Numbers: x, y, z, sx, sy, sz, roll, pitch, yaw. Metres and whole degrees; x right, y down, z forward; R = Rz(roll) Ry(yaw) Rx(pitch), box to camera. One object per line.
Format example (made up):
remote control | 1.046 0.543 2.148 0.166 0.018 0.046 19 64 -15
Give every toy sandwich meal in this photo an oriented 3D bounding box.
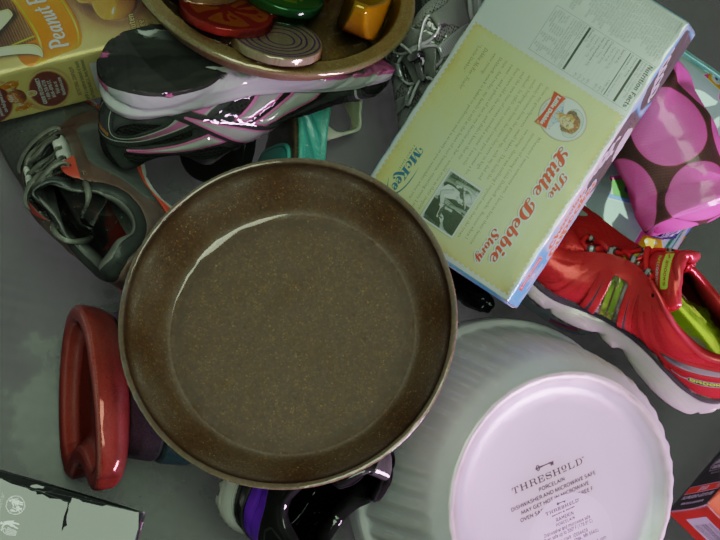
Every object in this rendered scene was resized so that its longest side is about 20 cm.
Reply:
toy sandwich meal | -0.049 -0.200 1.583 0.204 0.070 0.206 10 44 -10

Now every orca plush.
orca plush | 0.000 0.000 1.593 0.199 0.071 0.106 12 63 -26

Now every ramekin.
ramekin | 0.101 0.133 1.603 0.199 0.105 0.201 -3 97 -26

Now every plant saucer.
plant saucer | -0.042 0.034 1.513 0.200 0.037 0.201 -1 72 4

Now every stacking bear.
stacking bear | -0.081 0.073 1.622 0.199 0.121 0.114 -2 92 -18

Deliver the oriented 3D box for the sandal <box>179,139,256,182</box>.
sandal | -0.096 -0.158 1.661 0.075 0.045 0.201 -3 84 35

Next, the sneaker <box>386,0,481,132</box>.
sneaker | 0.040 -0.128 1.640 0.075 0.082 0.201 -26 53 22

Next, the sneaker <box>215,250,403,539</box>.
sneaker | -0.004 0.089 1.548 0.069 0.099 0.201 23 97 -36

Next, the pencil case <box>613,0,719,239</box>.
pencil case | 0.176 -0.121 1.611 0.094 0.091 0.201 -19 83 -42

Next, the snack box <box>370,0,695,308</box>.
snack box | 0.099 -0.092 1.554 0.116 0.037 0.200 34 92 15

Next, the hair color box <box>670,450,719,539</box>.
hair color box | 0.295 0.101 1.669 0.061 0.102 0.200 43 78 -1

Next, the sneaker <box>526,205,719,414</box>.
sneaker | 0.171 0.002 1.585 0.200 0.085 0.077 36 55 -4

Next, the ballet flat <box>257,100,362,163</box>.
ballet flat | -0.032 -0.082 1.668 0.070 0.067 0.201 7 84 -21

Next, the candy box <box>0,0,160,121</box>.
candy box | -0.217 -0.159 1.625 0.199 0.055 0.116 -14 60 -3

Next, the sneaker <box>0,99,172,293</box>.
sneaker | -0.177 -0.058 1.594 0.200 0.082 0.077 43 103 35

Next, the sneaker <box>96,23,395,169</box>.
sneaker | -0.079 -0.111 1.599 0.199 0.087 0.080 -7 49 -26

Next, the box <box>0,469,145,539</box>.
box | -0.209 0.201 1.536 0.124 0.200 0.149 16 81 -4

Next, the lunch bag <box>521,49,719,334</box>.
lunch bag | 0.145 -0.068 1.682 0.160 0.077 0.200 36 80 -2
